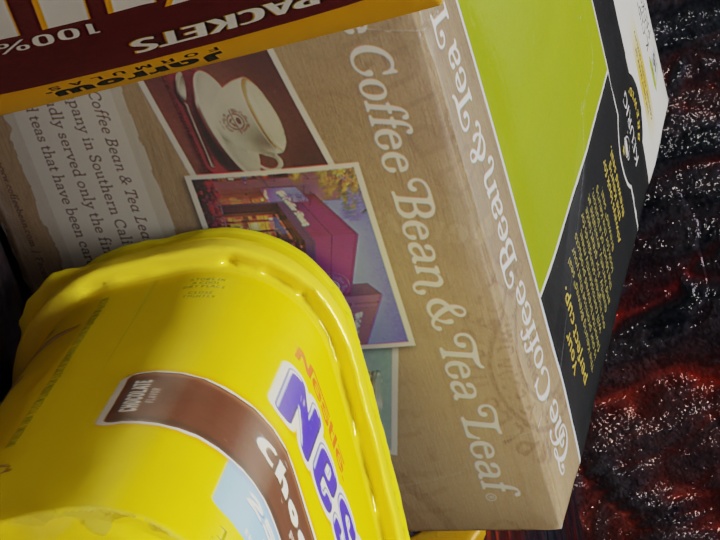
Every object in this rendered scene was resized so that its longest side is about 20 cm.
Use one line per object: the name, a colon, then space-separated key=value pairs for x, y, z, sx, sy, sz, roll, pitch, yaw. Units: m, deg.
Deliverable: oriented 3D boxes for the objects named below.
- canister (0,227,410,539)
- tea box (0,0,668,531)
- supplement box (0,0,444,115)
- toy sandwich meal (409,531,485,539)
canister: x=-0.039 y=0.086 z=0.595 sx=0.200 sy=0.086 sz=0.149 roll=-72 pitch=149 yaw=-75
tea box: x=-0.007 y=-0.064 z=0.755 sx=0.197 sy=0.133 sz=0.201 roll=-70 pitch=151 yaw=-48
supplement box: x=-0.079 y=-0.148 z=0.498 sx=0.200 sy=0.132 sz=0.198 roll=42 pitch=36 yaw=-78
toy sandwich meal: x=0.010 y=0.155 z=0.796 sx=0.205 sy=0.070 sz=0.206 roll=1 pitch=90 yaw=-87
